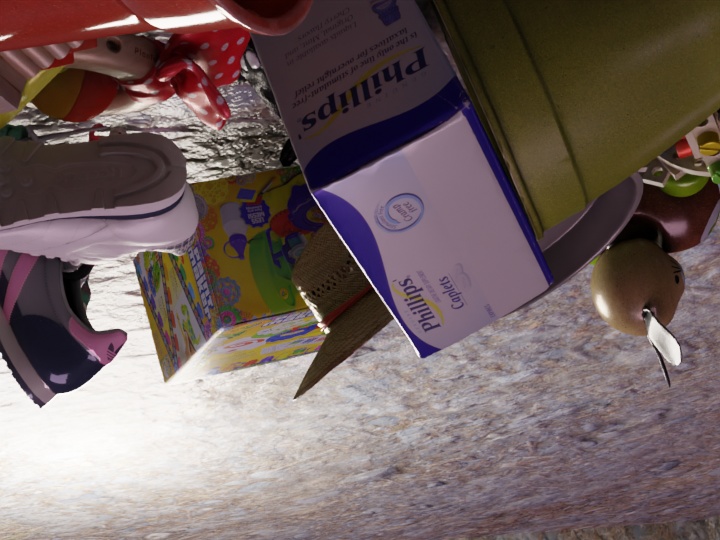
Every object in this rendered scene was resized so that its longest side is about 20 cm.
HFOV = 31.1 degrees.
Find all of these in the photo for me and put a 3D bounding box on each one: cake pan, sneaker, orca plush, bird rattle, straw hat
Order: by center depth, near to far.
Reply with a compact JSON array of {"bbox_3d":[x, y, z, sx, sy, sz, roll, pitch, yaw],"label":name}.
[{"bbox_3d":[-0.203,-0.036,0.821,0.197,0.077,0.081,2,148,2],"label":"sneaker"},{"bbox_3d":[-0.177,-0.142,0.860,0.198,0.114,0.162,-2,177,-35],"label":"bird rattle"},{"bbox_3d":[-0.225,-0.013,0.875,0.081,0.202,0.070,-27,172,-2],"label":"sneaker"},{"bbox_3d":[-0.050,-0.119,0.961,0.104,0.072,0.200,-5,159,-8],"label":"orca plush"},{"bbox_3d":[0.000,0.000,0.962,0.201,0.085,0.201,-40,180,0],"label":"straw hat"},{"bbox_3d":[0.148,-0.030,1.094,0.199,0.037,0.201,-28,155,-14],"label":"cake pan"}]

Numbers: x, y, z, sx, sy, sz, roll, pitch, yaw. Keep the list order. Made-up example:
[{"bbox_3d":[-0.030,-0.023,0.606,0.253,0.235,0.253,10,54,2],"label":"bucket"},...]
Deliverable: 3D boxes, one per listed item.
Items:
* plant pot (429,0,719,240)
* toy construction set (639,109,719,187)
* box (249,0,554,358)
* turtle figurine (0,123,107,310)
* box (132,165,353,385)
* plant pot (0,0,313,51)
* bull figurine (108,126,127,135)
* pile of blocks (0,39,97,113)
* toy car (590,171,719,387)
[{"bbox_3d":[0.160,-0.152,0.839,0.191,0.202,0.200,-25,157,6],"label":"plant pot"},{"bbox_3d":[0.260,-0.117,1.064,0.130,0.093,0.200,-18,157,20],"label":"toy construction set"},{"bbox_3d":[0.023,-0.084,0.825,0.104,0.201,0.184,-27,138,7],"label":"box"},{"bbox_3d":[-0.232,-0.030,0.951,0.198,0.151,0.101,-20,-176,25],"label":"turtle figurine"},{"bbox_3d":[-0.069,0.000,1.118,0.198,0.123,0.192,-11,167,-26],"label":"box"},{"bbox_3d":[-0.144,-0.189,0.601,0.193,0.203,0.201,-9,160,22],"label":"plant pot"},{"bbox_3d":[-0.249,-0.049,1.062,0.120,0.066,0.200,12,144,-23],"label":"bull figurine"},{"bbox_3d":[-0.168,-0.163,0.742,0.199,0.082,0.062,-37,140,8],"label":"pile of blocks"},{"bbox_3d":[0.279,0.002,1.224,0.156,0.202,0.164,-12,159,6],"label":"toy car"}]
